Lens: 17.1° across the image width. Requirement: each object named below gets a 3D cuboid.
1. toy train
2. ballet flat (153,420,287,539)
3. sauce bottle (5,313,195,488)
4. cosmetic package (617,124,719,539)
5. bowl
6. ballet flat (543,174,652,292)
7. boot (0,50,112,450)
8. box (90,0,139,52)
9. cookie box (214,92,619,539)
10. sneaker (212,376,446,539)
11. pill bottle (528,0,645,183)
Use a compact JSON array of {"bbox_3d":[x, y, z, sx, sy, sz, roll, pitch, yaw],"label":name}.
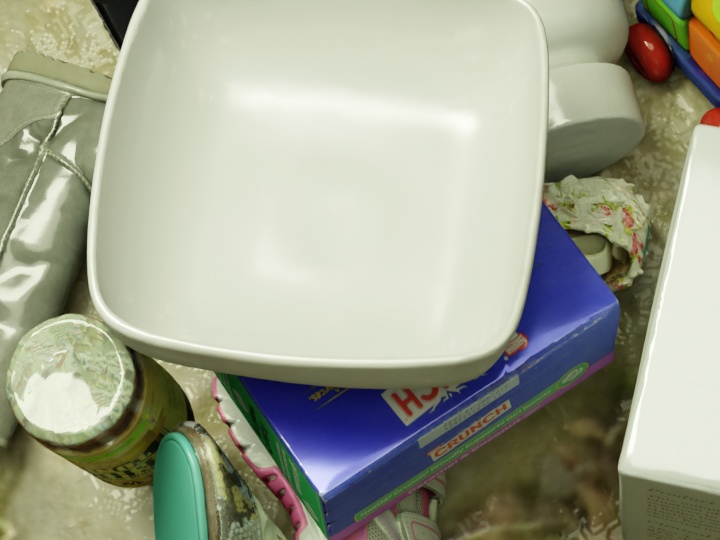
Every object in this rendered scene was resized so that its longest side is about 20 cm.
[{"bbox_3d":[0.206,-0.104,1.192,0.085,0.116,0.200,-35,58,-3],"label":"toy train"},{"bbox_3d":[-0.068,0.154,1.156,0.072,0.072,0.201,13,119,10],"label":"ballet flat"},{"bbox_3d":[-0.114,0.070,1.155,0.064,0.200,0.065,-2,77,10],"label":"sauce bottle"},{"bbox_3d":[0.217,0.053,1.121,0.167,0.200,0.167,12,76,9],"label":"cosmetic package"},{"bbox_3d":[-0.017,-0.035,1.086,0.199,0.075,0.200,6,64,4],"label":"bowl"},{"bbox_3d":[0.053,-0.002,1.218,0.199,0.076,0.064,-15,35,3],"label":"ballet flat"},{"bbox_3d":[-0.155,-0.003,1.249,0.181,0.073,0.200,15,69,25],"label":"boot"},{"bbox_3d":[-0.102,-0.219,1.265,0.104,0.148,0.201,-15,74,2],"label":"box"},{"bbox_3d":[0.000,0.000,1.155,0.171,0.075,0.200,-32,67,-8],"label":"cookie box"},{"bbox_3d":[0.007,0.117,1.190,0.088,0.081,0.200,-31,74,-1],"label":"sneaker"},{"bbox_3d":[0.076,-0.149,1.243,0.109,0.110,0.201,-17,73,2],"label":"pill bottle"}]
